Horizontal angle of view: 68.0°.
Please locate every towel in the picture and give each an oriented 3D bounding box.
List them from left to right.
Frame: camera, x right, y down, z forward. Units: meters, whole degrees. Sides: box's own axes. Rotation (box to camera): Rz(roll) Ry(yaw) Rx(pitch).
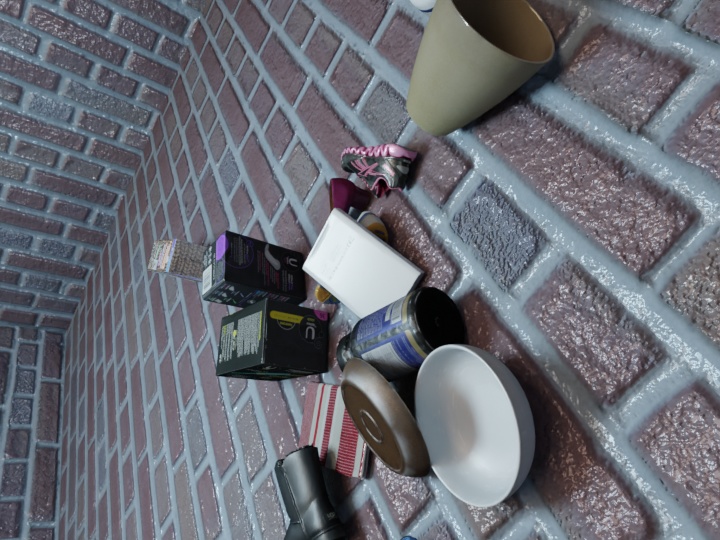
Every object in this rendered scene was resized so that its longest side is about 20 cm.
[{"bbox_3d":[-0.044,0.284,0.969,0.199,0.023,0.146,-6,72,51],"label":"towel"}]

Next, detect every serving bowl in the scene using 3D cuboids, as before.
[{"bbox_3d":[0.153,0.192,0.690,0.200,0.065,0.202,15,107,59],"label":"serving bowl"}]

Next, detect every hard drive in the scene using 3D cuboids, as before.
[{"bbox_3d":[0.000,0.000,0.938,0.200,0.027,0.133,38,110,22],"label":"hard drive"}]

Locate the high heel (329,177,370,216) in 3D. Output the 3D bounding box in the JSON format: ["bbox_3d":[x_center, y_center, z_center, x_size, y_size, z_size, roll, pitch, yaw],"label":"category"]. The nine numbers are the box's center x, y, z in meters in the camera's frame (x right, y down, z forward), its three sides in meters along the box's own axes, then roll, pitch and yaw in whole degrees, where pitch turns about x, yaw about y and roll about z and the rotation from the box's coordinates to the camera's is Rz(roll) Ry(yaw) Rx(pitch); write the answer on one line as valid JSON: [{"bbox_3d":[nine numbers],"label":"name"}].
[{"bbox_3d":[-0.065,-0.093,1.074,0.201,0.096,0.067,-62,38,16],"label":"high heel"}]

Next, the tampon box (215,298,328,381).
[{"bbox_3d":[-0.182,0.149,1.090,0.199,0.149,0.128,-21,62,47],"label":"tampon box"}]

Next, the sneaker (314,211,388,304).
[{"bbox_3d":[-0.019,-0.023,1.023,0.200,0.075,0.088,-49,30,21],"label":"sneaker"}]

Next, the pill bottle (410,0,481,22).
[{"bbox_3d":[0.144,-0.461,0.854,0.119,0.199,0.121,-23,59,45],"label":"pill bottle"}]

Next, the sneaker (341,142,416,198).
[{"bbox_3d":[0.024,-0.188,1.024,0.199,0.078,0.096,12,98,55],"label":"sneaker"}]

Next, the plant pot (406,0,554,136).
[{"bbox_3d":[0.156,-0.311,0.822,0.200,0.186,0.189,-48,42,50],"label":"plant pot"}]

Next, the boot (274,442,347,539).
[{"bbox_3d":[-0.111,0.422,0.937,0.201,0.076,0.169,-52,49,31],"label":"boot"}]

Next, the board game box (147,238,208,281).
[{"bbox_3d":[-0.515,-0.026,1.581,0.199,0.159,0.098,3,79,52],"label":"board game box"}]

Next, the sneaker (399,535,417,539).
[{"bbox_3d":[0.109,0.439,0.688,0.090,0.078,0.201,-40,50,12],"label":"sneaker"}]

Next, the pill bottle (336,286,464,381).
[{"bbox_3d":[0.054,0.110,0.831,0.199,0.111,0.113,-31,54,43],"label":"pill bottle"}]

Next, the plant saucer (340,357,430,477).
[{"bbox_3d":[0.026,0.224,0.789,0.200,0.032,0.201,46,153,32],"label":"plant saucer"}]

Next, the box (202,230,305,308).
[{"bbox_3d":[-0.231,0.011,1.164,0.106,0.199,0.123,-33,52,41],"label":"box"}]
